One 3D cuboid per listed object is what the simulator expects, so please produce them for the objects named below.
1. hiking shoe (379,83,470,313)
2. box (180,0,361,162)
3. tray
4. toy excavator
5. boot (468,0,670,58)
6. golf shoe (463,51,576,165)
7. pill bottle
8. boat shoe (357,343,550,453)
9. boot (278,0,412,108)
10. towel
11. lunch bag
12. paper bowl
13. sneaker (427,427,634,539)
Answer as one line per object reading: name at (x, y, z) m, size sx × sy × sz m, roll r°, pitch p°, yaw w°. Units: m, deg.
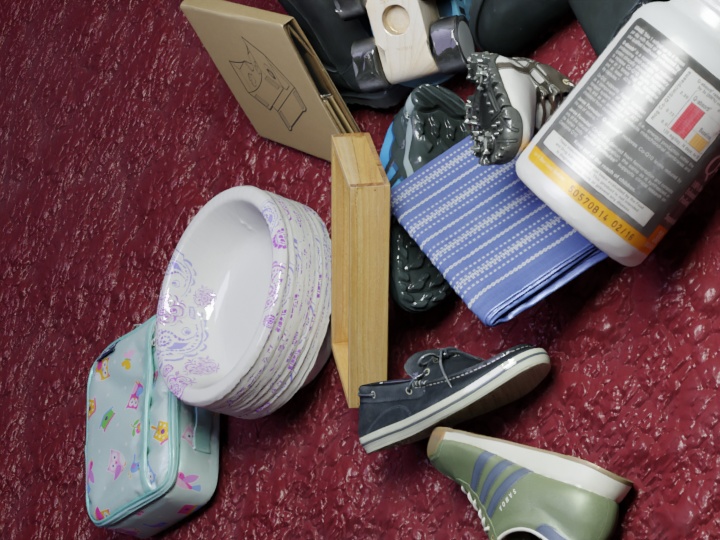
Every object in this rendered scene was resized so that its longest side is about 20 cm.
hiking shoe at (0.051, -0.052, 1.559) m, size 0.087 × 0.074 × 0.202 m, roll 140°, pitch 142°, yaw -58°
box at (-0.078, -0.175, 1.716) m, size 0.021 × 0.164 × 0.200 m, roll -41°, pitch 31°, yaw -16°
tray at (0.000, 0.000, 1.527) m, size 0.099 × 0.037 × 0.202 m, roll -109°, pitch 17°, yaw -60°
toy excavator at (0.050, -0.261, 1.614) m, size 0.099 × 0.200 × 0.196 m, roll -12°, pitch 100°, yaw 22°
boot at (0.175, -0.205, 1.444) m, size 0.199 × 0.073 × 0.163 m, roll -53°, pitch 44°, yaw 29°
golf shoe at (0.127, -0.125, 1.396) m, size 0.200 × 0.094 × 0.078 m, roll -85°, pitch 2°, yaw -72°
pill bottle at (0.209, -0.112, 1.293) m, size 0.200 × 0.116 × 0.116 m, roll -51°, pitch 38°, yaw 9°
boat shoe at (0.065, 0.089, 1.450) m, size 0.199 × 0.074 × 0.063 m, roll -27°, pitch 74°, yaw 46°
boot at (-0.056, -0.234, 1.658) m, size 0.164 × 0.200 × 0.066 m, roll 6°, pitch 56°, yaw 50°
towel at (0.114, -0.044, 1.433) m, size 0.144 × 0.024 × 0.200 m, roll -33°, pitch 38°, yaw -4°
lunch bag at (-0.199, 0.144, 1.803) m, size 0.160 × 0.077 × 0.202 m, roll -33°, pitch 50°, yaw 43°
paper bowl at (-0.090, 0.033, 1.676) m, size 0.200 × 0.104 × 0.202 m, roll -29°, pitch 53°, yaw 46°
sneaker at (0.108, 0.173, 1.364) m, size 0.199 × 0.067 × 0.091 m, roll 8°, pitch 77°, yaw 52°
